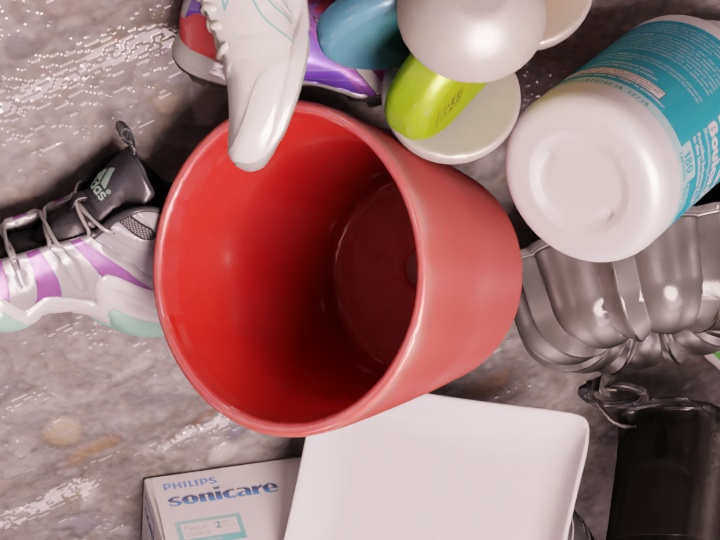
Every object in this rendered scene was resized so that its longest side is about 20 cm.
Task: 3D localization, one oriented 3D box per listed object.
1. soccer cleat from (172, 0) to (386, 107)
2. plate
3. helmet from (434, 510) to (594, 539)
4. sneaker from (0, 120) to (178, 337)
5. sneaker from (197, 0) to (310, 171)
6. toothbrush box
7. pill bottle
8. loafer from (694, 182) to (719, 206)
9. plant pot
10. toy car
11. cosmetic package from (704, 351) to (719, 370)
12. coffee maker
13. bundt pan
[{"bbox_3d":[-0.013,-0.145,1.464,0.199,0.068,0.073,3,122,-21],"label":"soccer cleat"},{"bbox_3d":[0.046,0.183,1.649,0.199,0.200,0.032,7,162,18],"label":"plate"},{"bbox_3d":[0.088,0.237,1.746,0.199,0.191,0.200,5,160,2],"label":"helmet"},{"bbox_3d":[-0.179,-0.034,1.498,0.199,0.078,0.140,2,128,-34],"label":"sneaker"},{"bbox_3d":[-0.066,-0.157,1.385,0.080,0.070,0.201,7,85,-12],"label":"sneaker"},{"bbox_3d":[-0.083,0.238,1.763,0.146,0.085,0.200,-6,130,-16],"label":"toothbrush box"},{"bbox_3d":[0.181,-0.091,1.502,0.200,0.111,0.111,-38,153,-48],"label":"pill bottle"},{"bbox_3d":[0.279,-0.085,1.600,0.200,0.068,0.070,-34,109,32],"label":"loafer"},{"bbox_3d":[0.000,0.000,1.500,0.200,0.201,0.177,-47,156,22],"label":"plant pot"},{"bbox_3d":[0.052,-0.173,1.398,0.200,0.150,0.175,-56,172,-18],"label":"toy car"},{"bbox_3d":[0.328,0.005,1.685,0.085,0.108,0.200,-19,138,-35],"label":"cosmetic package"},{"bbox_3d":[0.215,0.199,1.671,0.191,0.201,0.135,16,162,-11],"label":"coffee maker"},{"bbox_3d":[0.191,0.019,1.610,0.201,0.076,0.202,-8,167,-2],"label":"bundt pan"}]
